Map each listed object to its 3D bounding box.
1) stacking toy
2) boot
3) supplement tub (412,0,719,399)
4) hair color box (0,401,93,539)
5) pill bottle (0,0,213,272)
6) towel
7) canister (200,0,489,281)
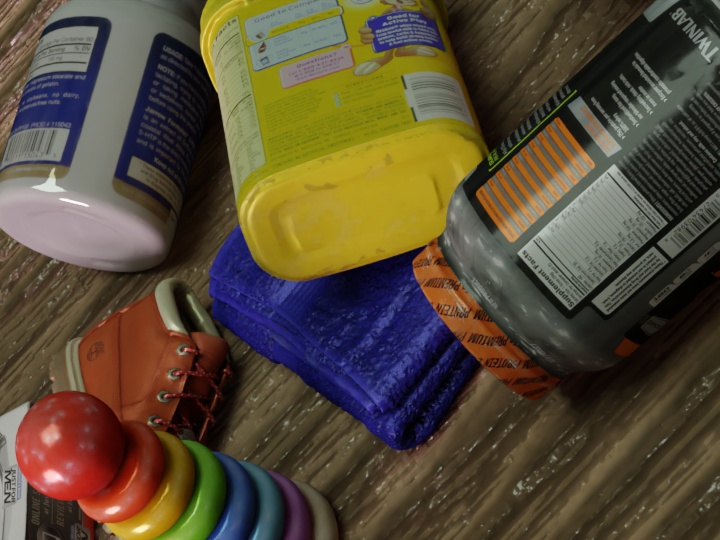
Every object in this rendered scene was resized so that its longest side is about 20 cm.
[{"bbox_3d":[-0.102,0.120,0.961,0.085,0.200,0.086,-21,54,31],"label":"stacking toy"},{"bbox_3d":[-0.117,0.089,1.089,0.107,0.075,0.200,-37,45,13],"label":"boot"},{"bbox_3d":[0.129,-0.036,0.910,0.200,0.122,0.123,-42,45,14],"label":"supplement tub"},{"bbox_3d":[-0.260,0.177,1.166,0.200,0.064,0.111,-28,49,28],"label":"hair color box"},{"bbox_3d":[-0.160,-0.112,1.208,0.120,0.120,0.200,-5,62,39],"label":"pill bottle"},{"bbox_3d":[0.000,0.000,1.053,0.200,0.050,0.148,32,89,47],"label":"towel"},{"bbox_3d":[-0.010,-0.095,1.046,0.148,0.087,0.200,-17,40,3],"label":"canister"}]
